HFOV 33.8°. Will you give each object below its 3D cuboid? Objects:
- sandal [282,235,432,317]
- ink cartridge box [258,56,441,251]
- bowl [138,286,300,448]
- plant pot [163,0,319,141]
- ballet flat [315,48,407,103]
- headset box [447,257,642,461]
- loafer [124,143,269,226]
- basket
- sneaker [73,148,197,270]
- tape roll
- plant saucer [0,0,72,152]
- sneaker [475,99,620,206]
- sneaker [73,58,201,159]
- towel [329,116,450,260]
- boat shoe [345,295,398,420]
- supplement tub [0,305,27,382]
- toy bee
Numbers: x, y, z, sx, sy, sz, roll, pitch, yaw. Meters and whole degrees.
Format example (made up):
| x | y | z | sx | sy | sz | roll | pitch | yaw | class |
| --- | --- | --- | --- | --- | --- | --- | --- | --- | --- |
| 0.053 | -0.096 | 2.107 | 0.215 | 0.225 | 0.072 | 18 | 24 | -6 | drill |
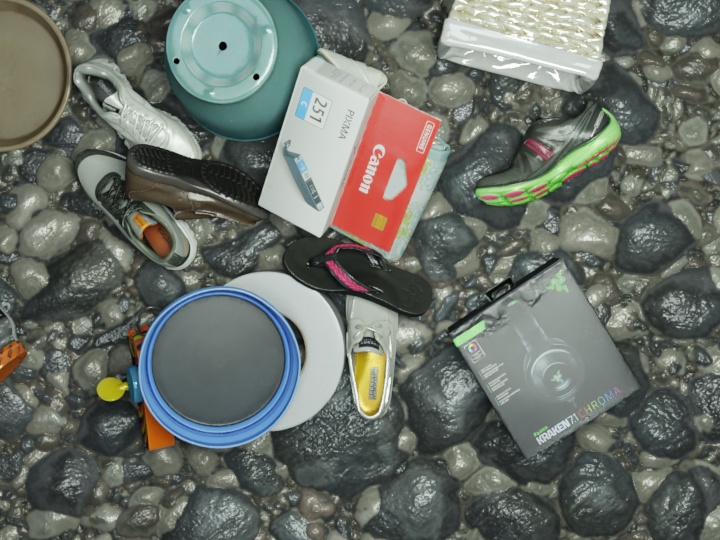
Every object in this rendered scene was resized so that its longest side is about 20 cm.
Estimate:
| x | y | z | sx | sy | sz | roll | pitch | yaw | class |
| --- | --- | --- | --- | --- | --- | --- | --- | --- | --- |
| 0.000 | 0.000 | 1.489 | 0.197 | 0.045 | 0.076 | 18 | 62 | -3 | sandal |
| -0.017 | -0.130 | 1.436 | 0.174 | 0.045 | 0.202 | 26 | 123 | 8 | ink cartridge box |
| -0.173 | 0.116 | 1.454 | 0.197 | 0.039 | 0.204 | -2 | 104 | -10 | bowl |
| -0.155 | -0.266 | 1.450 | 0.196 | 0.188 | 0.204 | 0 | 92 | 4 | plant pot |
| 0.021 | -0.210 | 1.507 | 0.069 | 0.069 | 0.201 | -36 | 97 | 4 | ballet flat |
| 0.225 | 0.102 | 1.491 | 0.173 | 0.093 | 0.202 | -32 | 90 | 4 | headset box |
| -0.211 | -0.100 | 1.507 | 0.197 | 0.074 | 0.071 | 19 | 127 | -21 | loafer |
| 0.202 | -0.306 | 1.453 | 0.197 | 0.136 | 0.126 | 14 | 91 | 2 | basket |
| -0.291 | -0.082 | 1.522 | 0.200 | 0.079 | 0.074 | 44 | 96 | 2 | sneaker |
| -0.116 | 0.101 | 1.526 | 0.196 | 0.066 | 0.204 | 0 | 93 | 3 | tape roll |
| -0.469 | -0.257 | 1.550 | 0.196 | 0.029 | 0.204 | 0 | 93 | 3 | plant saucer |
| 0.230 | -0.146 | 1.498 | 0.198 | 0.077 | 0.085 | -29 | 73 | 1 | sneaker |
| -0.290 | -0.193 | 1.517 | 0.199 | 0.081 | 0.075 | 40 | 93 | 0 | sneaker |
| -0.004 | -0.128 | 1.486 | 0.198 | 0.048 | 0.173 | 29 | 124 | 5 | towel |
| 0.013 | 0.091 | 1.514 | 0.070 | 0.070 | 0.204 | 2 | 89 | 2 | boat shoe |
| -0.529 | 0.063 | 1.522 | 0.122 | 0.123 | 0.200 | -43 | 90 | 4 | supplement tub |
| -0.266 | 0.122 | 1.532 | 0.129 | 0.109 | 0.203 | 12 | 108 | -28 | toy bee |
